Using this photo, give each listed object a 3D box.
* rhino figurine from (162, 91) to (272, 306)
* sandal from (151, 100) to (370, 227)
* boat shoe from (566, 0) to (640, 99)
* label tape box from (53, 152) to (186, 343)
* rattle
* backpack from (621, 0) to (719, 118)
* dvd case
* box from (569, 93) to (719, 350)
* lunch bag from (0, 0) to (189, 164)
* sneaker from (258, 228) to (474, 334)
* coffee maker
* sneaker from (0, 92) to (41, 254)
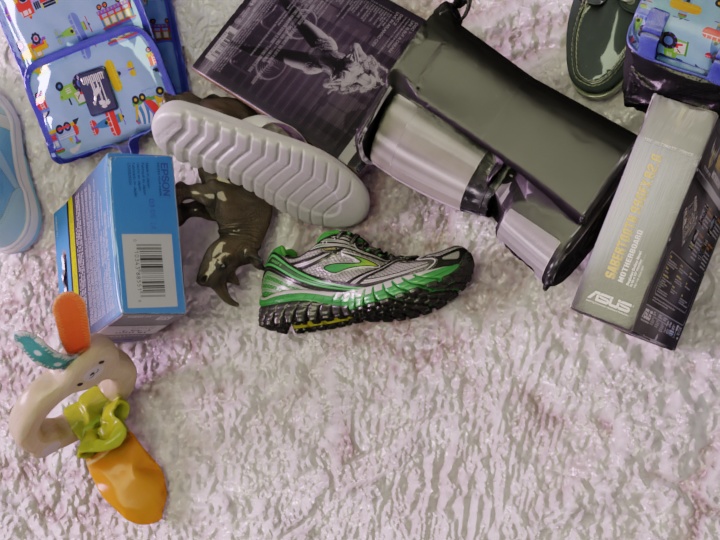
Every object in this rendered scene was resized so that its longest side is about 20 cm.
[{"bbox_3d":[-0.124,-0.066,1.240,0.087,0.060,0.200,-7,79,-8],"label":"rhino figurine"},{"bbox_3d":[-0.079,-0.103,1.194,0.202,0.082,0.050,25,50,-10],"label":"sandal"},{"bbox_3d":[0.208,-0.240,1.121,0.073,0.062,0.200,18,91,23],"label":"boat shoe"},{"bbox_3d":[-0.224,-0.011,1.266,0.200,0.063,0.145,153,113,-62],"label":"label tape box"},{"bbox_3d":[-0.229,0.127,1.191,0.143,0.130,0.200,67,152,27],"label":"rattle"},{"bbox_3d":[0.313,-0.175,1.013,0.200,0.135,0.183,26,74,19],"label":"backpack"},{"bbox_3d":[-0.034,-0.192,1.230,0.200,0.016,0.149,33,82,25],"label":"dvd case"},{"bbox_3d":[0.222,-0.028,1.008,0.048,0.200,0.159,21,92,22],"label":"box"},{"bbox_3d":[-0.248,-0.202,1.318,0.150,0.094,0.200,-18,88,20],"label":"lunch bag"},{"bbox_3d":[0.000,0.000,1.171,0.200,0.078,0.085,-8,77,23],"label":"sneaker"},{"bbox_3d":[0.124,-0.115,1.087,0.200,0.135,0.192,34,117,14],"label":"coffee maker"},{"bbox_3d":[-0.388,-0.116,1.332,0.079,0.131,0.200,-32,70,18],"label":"sneaker"}]
